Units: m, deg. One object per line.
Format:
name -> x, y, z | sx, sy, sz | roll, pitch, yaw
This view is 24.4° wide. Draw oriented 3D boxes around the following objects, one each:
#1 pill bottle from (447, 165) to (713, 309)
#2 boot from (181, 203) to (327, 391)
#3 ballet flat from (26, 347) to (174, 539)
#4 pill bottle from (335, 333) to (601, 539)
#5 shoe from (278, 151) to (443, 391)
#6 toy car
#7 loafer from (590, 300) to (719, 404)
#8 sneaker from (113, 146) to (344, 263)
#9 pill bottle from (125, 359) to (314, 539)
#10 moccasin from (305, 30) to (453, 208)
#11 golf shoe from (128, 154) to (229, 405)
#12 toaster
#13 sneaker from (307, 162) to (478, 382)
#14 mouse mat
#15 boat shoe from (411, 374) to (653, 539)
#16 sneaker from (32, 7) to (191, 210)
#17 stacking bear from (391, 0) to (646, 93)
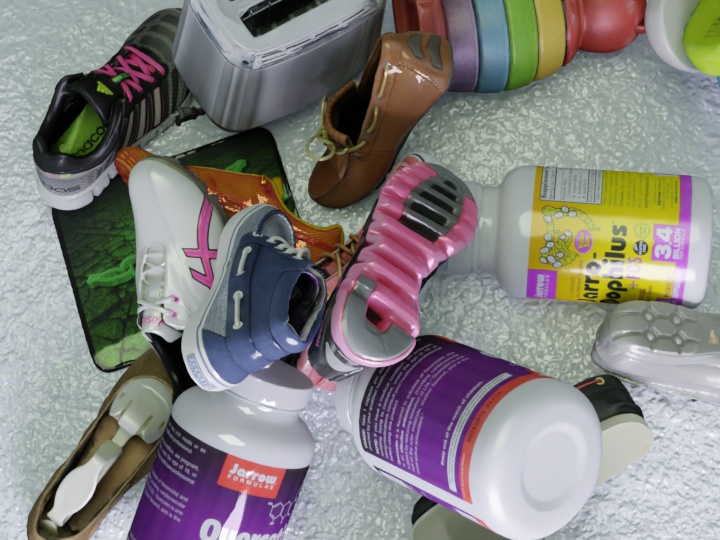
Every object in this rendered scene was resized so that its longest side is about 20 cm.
pill bottle -> 0.169, -0.028, 1.299 | 0.199, 0.104, 0.105 | 4, 77, 7
boot -> -0.059, 0.008, 1.213 | 0.090, 0.073, 0.200 | -22, 30, 26
ballet flat -> -0.195, 0.141, 1.312 | 0.068, 0.072, 0.200 | 39, 83, 3
pill bottle -> 0.071, 0.112, 1.205 | 0.200, 0.112, 0.113 | 20, 77, 50
shoe -> 0.000, 0.000, 1.291 | 0.091, 0.071, 0.201 | 11, 98, -29
toy car -> 0.337, -0.198, 1.302 | 0.200, 0.175, 0.150 | -48, 119, -28
loafer -> 0.275, 0.069, 1.286 | 0.199, 0.070, 0.070 | 15, 60, -9
sneaker -> -0.106, -0.052, 1.350 | 0.199, 0.073, 0.077 | 28, 77, 0
pill bottle -> -0.104, 0.165, 1.252 | 0.112, 0.112, 0.201 | 22, 100, 10
moccasin -> 0.000, -0.115, 1.296 | 0.077, 0.201, 0.074 | 11, 62, -19
golf shoe -> -0.137, 0.011, 1.282 | 0.072, 0.092, 0.201 | -7, 111, 32
toaster -> -0.069, -0.197, 1.328 | 0.200, 0.129, 0.114 | -29, 76, -19
sneaker -> 0.017, 0.003, 1.219 | 0.079, 0.095, 0.200 | 37, 52, -5
mouse mat -> -0.146, -0.018, 1.379 | 0.199, 0.008, 0.162 | -19, 76, 0
boat shoe -> 0.126, 0.151, 1.287 | 0.201, 0.074, 0.063 | -31, 44, 7
sneaker -> -0.200, -0.142, 1.369 | 0.074, 0.087, 0.200 | 36, 79, 13
stacking bear -> 0.134, -0.205, 1.344 | 0.199, 0.114, 0.122 | -10, 33, -7
